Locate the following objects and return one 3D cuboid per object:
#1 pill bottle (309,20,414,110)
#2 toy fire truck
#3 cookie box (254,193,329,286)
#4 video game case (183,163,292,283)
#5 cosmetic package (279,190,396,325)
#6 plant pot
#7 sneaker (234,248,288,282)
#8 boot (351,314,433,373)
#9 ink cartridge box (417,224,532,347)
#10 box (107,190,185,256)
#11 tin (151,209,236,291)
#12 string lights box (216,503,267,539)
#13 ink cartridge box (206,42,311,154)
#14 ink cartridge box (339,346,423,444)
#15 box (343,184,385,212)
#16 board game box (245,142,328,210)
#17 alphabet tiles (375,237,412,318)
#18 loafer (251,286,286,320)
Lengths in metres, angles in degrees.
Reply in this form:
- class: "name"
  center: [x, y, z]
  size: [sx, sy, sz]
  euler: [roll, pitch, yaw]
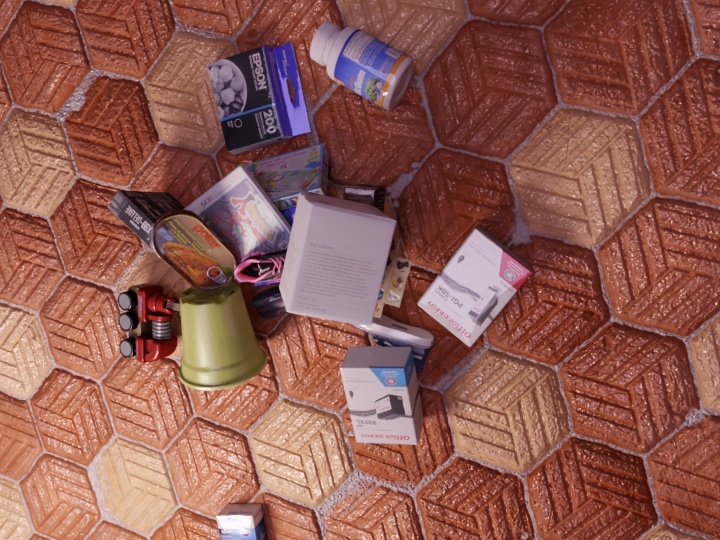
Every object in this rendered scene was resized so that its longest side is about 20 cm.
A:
- class: "pill bottle"
  center: [0.001, -0.419, 1.197]
  size: [0.198, 0.112, 0.113]
  euler: [31, 105, 9]
- class: "toy fire truck"
  center: [-0.460, 0.129, 1.418]
  size: [0.197, 0.128, 0.179]
  euler: [8, 101, 24]
- class: "cookie box"
  center: [-0.153, -0.068, 1.312]
  size: [0.197, 0.075, 0.174]
  euler: [-11, 96, 17]
- class: "video game case"
  center: [-0.253, -0.095, 1.255]
  size: [0.181, 0.023, 0.201]
  euler: [-31, 106, 23]
- class: "cosmetic package"
  center: [-0.049, -0.027, 1.107]
  size: [0.163, 0.165, 0.203]
  euler: [11, 102, -15]
- class: "plant pot"
  center: [-0.316, 0.129, 1.306]
  size: [0.197, 0.201, 0.187]
  euler: [1, 112, 15]
- class: "sneaker"
  center: [-0.168, -0.009, 1.207]
  size: [0.197, 0.095, 0.080]
  euler: [-11, 94, 15]
- class: "boot"
  center: [0.054, 0.155, 1.292]
  size: [0.197, 0.073, 0.092]
  euler: [20, 109, 11]
- class: "ink cartridge box"
  center: [0.233, 0.032, 1.217]
  size: [0.146, 0.083, 0.201]
  euler: [38, 106, 6]
- class: "box"
  center: [-0.438, -0.108, 1.320]
  size: [0.157, 0.200, 0.050]
  euler: [42, 103, 5]
- class: "tin"
  center: [-0.341, -0.041, 1.224]
  size: [0.111, 0.042, 0.201]
  euler: [-35, 126, 5]
- class: "string lights box"
  center: [-0.287, 0.691, 1.477]
  size: [0.101, 0.059, 0.203]
  euler: [-6, 97, 16]
- class: "ink cartridge box"
  center: [-0.224, -0.379, 1.302]
  size: [0.197, 0.043, 0.201]
  euler: [-12, 95, 16]
- class: "ink cartridge box"
  center: [0.049, 0.269, 1.274]
  size: [0.143, 0.084, 0.203]
  euler: [-3, 116, 18]
- class: "box"
  center: [0.002, -0.077, 1.256]
  size: [0.074, 0.100, 0.203]
  euler: [9, 101, 14]
- class: "board game box"
  center: [-0.167, -0.193, 1.277]
  size: [0.197, 0.034, 0.136]
  euler: [-11, 53, 17]
- class: "alphabet tiles"
  center: [0.000, 0.000, 1.214]
  size: [0.197, 0.006, 0.169]
  euler: [16, 102, 12]
- class: "loafer"
  center: [-0.153, 0.063, 1.346]
  size: [0.198, 0.072, 0.064]
  euler: [-15, 114, 23]
